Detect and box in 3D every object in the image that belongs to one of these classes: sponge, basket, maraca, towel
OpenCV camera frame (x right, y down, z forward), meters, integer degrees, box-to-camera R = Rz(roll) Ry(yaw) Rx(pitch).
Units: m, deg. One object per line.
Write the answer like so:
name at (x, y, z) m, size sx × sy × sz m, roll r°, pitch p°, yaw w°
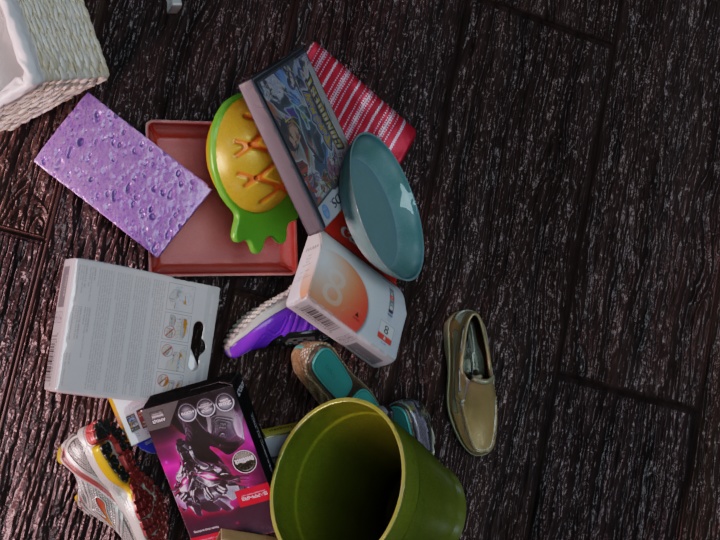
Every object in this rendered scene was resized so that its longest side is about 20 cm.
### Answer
sponge at (-0.297, -0.119, 1.484) m, size 0.199 × 0.030 × 0.112 m, roll 38°, pitch 85°, yaw -1°
basket at (-0.432, -0.276, 1.374) m, size 0.161 × 0.196 × 0.202 m, roll -25°, pitch 94°, yaw -64°
maraca at (-0.133, -0.125, 1.496) m, size 0.136 × 0.106 × 0.203 m, roll -22°, pitch 110°, yaw -39°
towel at (-0.022, -0.192, 1.598) m, size 0.199 × 0.022 × 0.146 m, roll 38°, pitch 68°, yaw -23°

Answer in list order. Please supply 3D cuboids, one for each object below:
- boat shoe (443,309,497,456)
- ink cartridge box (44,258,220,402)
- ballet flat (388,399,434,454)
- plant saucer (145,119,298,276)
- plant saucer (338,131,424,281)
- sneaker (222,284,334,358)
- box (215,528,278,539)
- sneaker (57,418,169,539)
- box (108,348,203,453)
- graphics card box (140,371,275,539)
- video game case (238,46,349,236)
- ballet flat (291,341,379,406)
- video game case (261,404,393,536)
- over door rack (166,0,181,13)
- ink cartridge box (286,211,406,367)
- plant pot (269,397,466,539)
boat shoe at (0.156, 0.156, 1.622) m, size 0.071 × 0.076 × 0.203 m, roll -11°, pitch 89°, yaw -20°
ink cartridge box at (-0.281, 0.080, 1.463) m, size 0.198 × 0.050 × 0.165 m, roll 13°, pitch 80°, yaw -35°
ballet flat at (0.080, 0.270, 1.591) m, size 0.071 × 0.072 × 0.204 m, roll -8°, pitch 94°, yaw -20°
plant saucer at (-0.184, -0.092, 1.547) m, size 0.197 × 0.037 × 0.203 m, roll -1°, pitch 85°, yaw -20°
plant saucer at (0.022, -0.078, 1.534) m, size 0.036 × 0.200 × 0.203 m, roll -17°, pitch 91°, yaw 24°
sneaker at (-0.083, 0.075, 1.549) m, size 0.199 × 0.069 × 0.100 m, roll -34°, pitch 98°, yaw -18°
box at (-0.104, 0.397, 1.482) m, size 0.197 × 0.021 × 0.165 m, roll 13°, pitch 124°, yaw -17°
sneaker at (-0.302, 0.279, 1.459) m, size 0.081 × 0.078 × 0.202 m, roll -22°, pitch 104°, yaw 17°
box at (-0.268, 0.127, 1.495) m, size 0.118 × 0.041 × 0.202 m, roll -23°, pitch 91°, yaw -20°
graphics card box at (-0.173, 0.234, 1.437) m, size 0.124 × 0.051 × 0.203 m, roll -15°, pitch 104°, yaw 11°
video game case at (-0.067, -0.166, 1.481) m, size 0.202 × 0.025 × 0.181 m, roll 65°, pitch 26°, yaw -14°
ballet flat at (-0.029, 0.162, 1.555) m, size 0.071 × 0.065 × 0.201 m, roll -45°, pitch 125°, yaw -24°
video game case at (-0.041, 0.285, 1.525) m, size 0.178 × 0.025 × 0.203 m, roll -9°, pitch 108°, yaw -20°
over door rack at (-0.318, -0.403, 1.503) m, size 0.146 × 0.067 × 0.203 m, roll -5°, pitch 66°, yaw -19°
ink cartridge box at (0.000, 0.000, 1.537) m, size 0.162 × 0.050 × 0.202 m, roll 36°, pitch 55°, yaw -29°
plant pot at (0.027, 0.277, 1.424) m, size 0.192 × 0.199 × 0.203 m, roll 29°, pitch 74°, yaw -46°
